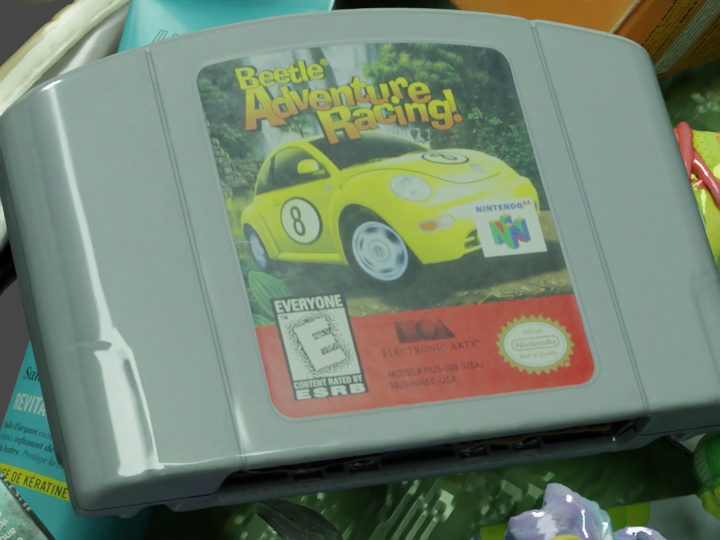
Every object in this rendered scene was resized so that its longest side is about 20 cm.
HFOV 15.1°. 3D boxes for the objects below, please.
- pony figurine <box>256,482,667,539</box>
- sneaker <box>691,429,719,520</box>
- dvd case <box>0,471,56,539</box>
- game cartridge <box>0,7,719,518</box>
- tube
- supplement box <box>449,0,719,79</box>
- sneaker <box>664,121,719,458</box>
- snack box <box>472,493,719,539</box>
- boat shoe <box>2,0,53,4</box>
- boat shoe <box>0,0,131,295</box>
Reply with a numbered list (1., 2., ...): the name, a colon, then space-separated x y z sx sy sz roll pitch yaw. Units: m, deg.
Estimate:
1. pony figurine: 0.012 0.137 0.721 0.166 0.200 0.193 -18 78 -50
2. sneaker: 0.157 0.004 0.833 0.084 0.074 0.200 50 59 -5
3. dvd case: -0.177 0.084 0.793 0.146 0.022 0.200 -41 72 -5
4. game cartridge: 0.004 -0.008 0.752 0.200 0.041 0.133 -7 64 -22
5. tube: -0.068 0.006 0.831 0.077 0.050 0.200 13 81 29
6. supplement box: 0.115 -0.112 0.940 0.067 0.069 0.200 48 37 17
7. sneaker: 0.082 -0.023 0.859 0.200 0.090 0.078 35 23 -32
8. snack box: 0.142 0.151 0.829 0.200 0.068 0.169 -8 61 -16
9. boat shoe: -0.171 -0.166 0.954 0.200 0.072 0.068 30 59 15
10. boat shoe: -0.105 -0.028 0.883 0.065 0.072 0.200 42 63 8
